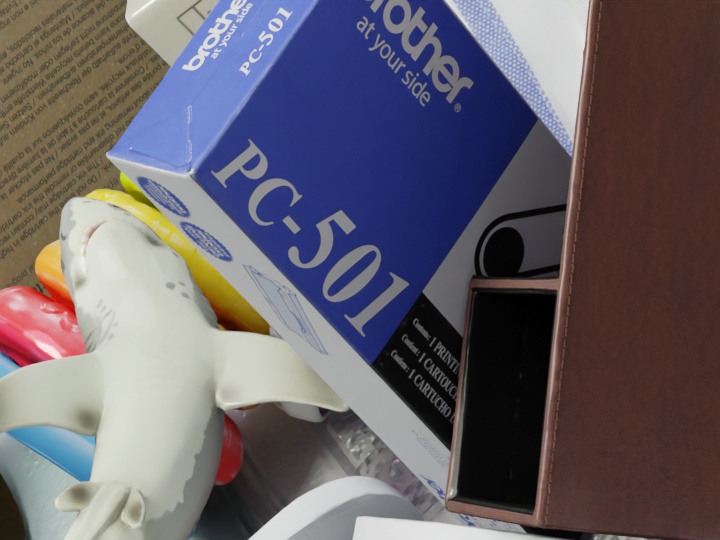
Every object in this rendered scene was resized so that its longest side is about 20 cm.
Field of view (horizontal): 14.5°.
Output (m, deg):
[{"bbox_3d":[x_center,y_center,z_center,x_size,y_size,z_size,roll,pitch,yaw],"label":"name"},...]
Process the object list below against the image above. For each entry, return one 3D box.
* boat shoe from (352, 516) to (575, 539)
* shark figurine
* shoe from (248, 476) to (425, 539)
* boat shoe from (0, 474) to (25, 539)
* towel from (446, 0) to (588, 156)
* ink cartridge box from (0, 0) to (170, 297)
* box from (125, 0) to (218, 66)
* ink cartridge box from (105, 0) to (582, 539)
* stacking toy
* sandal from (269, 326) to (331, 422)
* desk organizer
[{"bbox_3d":[0.066,0.111,0.791,0.199,0.071,0.070,2,82,48],"label":"boat shoe"},{"bbox_3d":[-0.083,0.085,0.888,0.127,0.090,0.215,19,55,17],"label":"shark figurine"},{"bbox_3d":[-0.064,0.139,0.906,0.200,0.071,0.091,-53,33,-5],"label":"shoe"},{"bbox_3d":[-0.170,0.117,1.071,0.064,0.071,0.200,-38,31,13],"label":"boat shoe"},{"bbox_3d":[0.122,-0.099,0.913,0.199,0.147,0.024,-33,-13,19],"label":"towel"},{"bbox_3d":[-0.137,-0.077,1.119,0.075,0.165,0.200,-3,32,49],"label":"ink cartridge box"},{"bbox_3d":[0.025,-0.134,1.069,0.200,0.128,0.109,-34,29,19],"label":"box"},{"bbox_3d":[0.020,-0.006,0.840,0.044,0.200,0.094,15,64,49],"label":"ink cartridge box"},{"bbox_3d":[-0.054,-0.015,1.005,0.201,0.109,0.116,-58,-2,-7],"label":"stacking toy"},{"bbox_3d":[0.003,-0.007,0.935,0.203,0.050,0.083,91,-159,-68],"label":"sandal"},{"bbox_3d":[0.081,-0.023,0.806,0.072,0.077,0.201,180,97,-69],"label":"desk organizer"}]
